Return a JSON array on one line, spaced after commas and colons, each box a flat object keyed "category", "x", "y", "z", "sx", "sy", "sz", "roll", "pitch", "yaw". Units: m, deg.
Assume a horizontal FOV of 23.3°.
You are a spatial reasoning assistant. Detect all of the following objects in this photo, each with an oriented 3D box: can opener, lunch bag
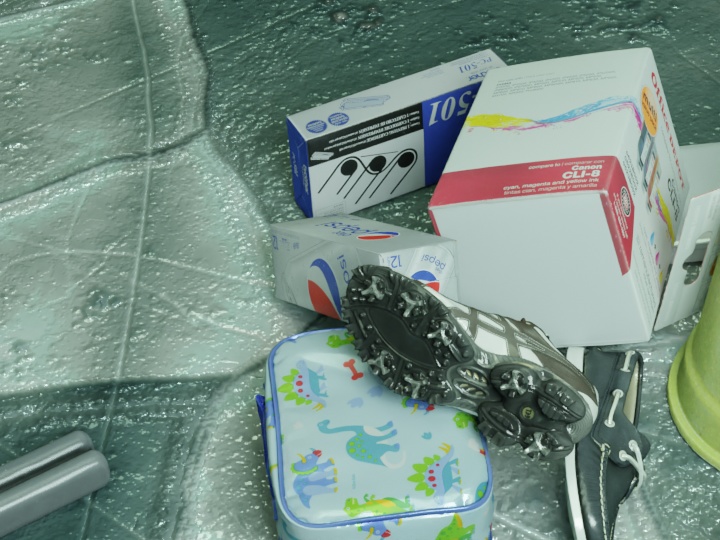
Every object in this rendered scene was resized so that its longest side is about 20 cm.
[{"category": "can opener", "x": -0.276, "y": 0.166, "z": 1.252, "sx": 0.199, "sy": 0.067, "sz": 0.053, "roll": -21, "pitch": 42, "yaw": -25}, {"category": "lunch bag", "x": 0.008, "y": 0.127, "z": 1.254, "sx": 0.160, "sy": 0.083, "sz": 0.201, "roll": -6, "pitch": 41, "yaw": -3}]

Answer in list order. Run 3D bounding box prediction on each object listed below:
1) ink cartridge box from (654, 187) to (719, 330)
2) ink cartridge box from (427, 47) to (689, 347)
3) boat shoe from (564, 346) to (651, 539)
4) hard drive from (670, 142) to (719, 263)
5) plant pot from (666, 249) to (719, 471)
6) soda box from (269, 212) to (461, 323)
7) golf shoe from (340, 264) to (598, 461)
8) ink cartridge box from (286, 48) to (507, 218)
[{"category": "ink cartridge box", "x": 0.305, "y": -0.052, "z": 1.340, "sx": 0.199, "sy": 0.160, "sz": 0.047, "roll": -24, "pitch": 56, "yaw": -20}, {"category": "ink cartridge box", "x": 0.160, "y": -0.057, "z": 1.363, "sx": 0.144, "sy": 0.146, "sz": 0.200, "roll": -5, "pitch": 36, "yaw": 25}, {"category": "boat shoe", "x": 0.177, "y": 0.123, "z": 1.249, "sx": 0.060, "sy": 0.076, "sz": 0.201, "roll": -4, "pitch": 41, "yaw": 10}, {"category": "hard drive", "x": 0.305, "y": -0.061, "z": 1.486, "sx": 0.199, "sy": 0.027, "sz": 0.132, "roll": -6, "pitch": 41, "yaw": -2}, {"category": "plant pot", "x": 0.327, "y": 0.028, "z": 1.262, "sx": 0.199, "sy": 0.185, "sz": 0.201, "roll": -3, "pitch": 40, "yaw": 2}, {"category": "soda box", "x": 0.000, "y": 0.000, "z": 1.345, "sx": 0.068, "sy": 0.064, "sz": 0.200, "roll": -10, "pitch": 12, "yaw": -26}, {"category": "golf shoe", "x": 0.077, "y": 0.060, "z": 1.223, "sx": 0.200, "sy": 0.078, "sz": 0.094, "roll": 36, "pitch": 25, "yaw": 17}, {"category": "ink cartridge box", "x": 0.037, "y": -0.117, "z": 1.522, "sx": 0.199, "sy": 0.094, "sz": 0.044, "roll": -21, "pitch": 44, "yaw": -18}]
